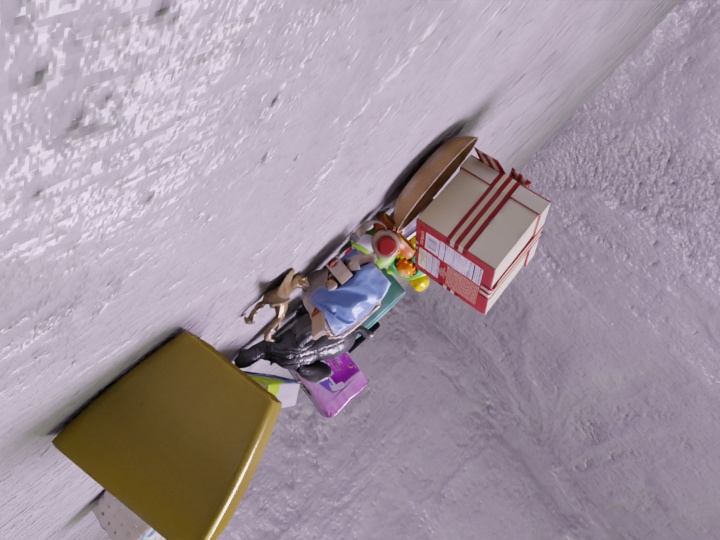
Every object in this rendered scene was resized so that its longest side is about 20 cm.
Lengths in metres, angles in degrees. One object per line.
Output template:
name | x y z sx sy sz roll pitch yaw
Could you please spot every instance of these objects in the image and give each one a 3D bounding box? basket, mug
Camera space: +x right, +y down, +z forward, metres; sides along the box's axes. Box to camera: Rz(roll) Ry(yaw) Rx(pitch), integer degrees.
basket | -0.422 0.486 1.369 0.139 0.176 0.200 -46 162 2
mug | -0.002 0.063 1.473 0.184 0.115 0.152 -36 171 -43

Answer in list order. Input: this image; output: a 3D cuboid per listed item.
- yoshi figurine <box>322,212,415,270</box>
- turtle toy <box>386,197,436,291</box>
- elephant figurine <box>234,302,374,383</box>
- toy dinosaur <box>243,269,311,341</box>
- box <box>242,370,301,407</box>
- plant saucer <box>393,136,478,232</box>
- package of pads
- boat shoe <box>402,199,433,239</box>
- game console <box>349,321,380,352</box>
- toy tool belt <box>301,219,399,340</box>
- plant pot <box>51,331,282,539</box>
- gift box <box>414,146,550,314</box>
yoshi figurine | 0.007 0.003 1.200 0.200 0.112 0.112 -41 180 14
turtle toy | 0.120 -0.064 1.389 0.200 0.147 0.101 -45 151 17
elephant figurine | -0.101 0.140 1.236 0.155 0.142 0.200 -40 180 31
toy dinosaur | -0.122 0.043 0.969 0.102 0.058 0.200 -59 179 9
box | -0.181 0.198 1.138 0.200 0.120 0.049 42 58 -77
plant saucer | 0.113 -0.149 1.107 0.201 0.035 0.200 -49 175 -6
package of pads | -0.085 0.189 1.399 0.120 0.201 0.076 -39 -174 -21
boat shoe | 0.058 -0.077 1.291 0.199 0.073 0.063 -39 131 12
game console | -0.071 0.199 1.918 0.199 0.117 0.176 -36 170 -45
toy tool belt | -0.007 0.022 1.071 0.200 0.125 0.123 -44 -165 6
plant pot | -0.199 0.189 0.809 0.177 0.199 0.200 -52 175 -10
gift box | 0.198 -0.078 1.155 0.187 0.199 0.185 -46 162 -21
